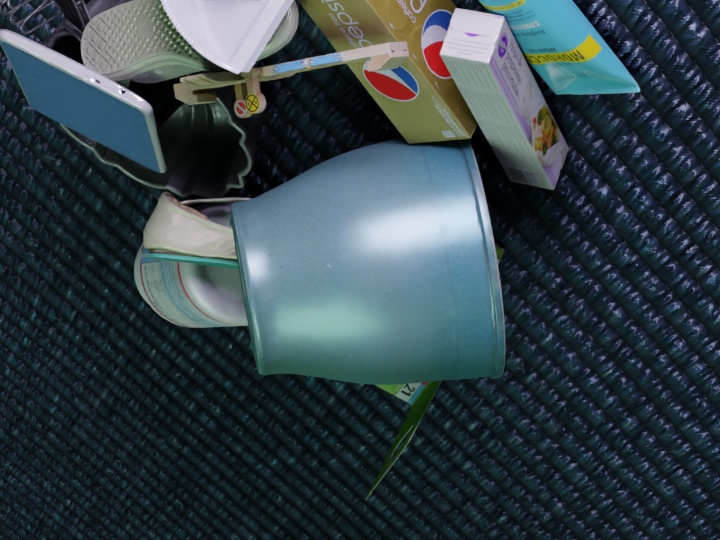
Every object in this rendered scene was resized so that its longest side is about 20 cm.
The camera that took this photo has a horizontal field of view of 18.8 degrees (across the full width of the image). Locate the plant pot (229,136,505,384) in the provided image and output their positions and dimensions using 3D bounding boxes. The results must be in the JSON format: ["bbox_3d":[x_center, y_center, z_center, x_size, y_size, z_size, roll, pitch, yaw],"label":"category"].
[{"bbox_3d":[0.000,0.000,1.672,0.186,0.201,0.201,-10,148,-4],"label":"plant pot"}]

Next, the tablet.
[{"bbox_3d":[-0.212,-0.130,1.696,0.129,0.014,0.200,27,170,4],"label":"tablet"}]

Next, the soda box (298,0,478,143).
[{"bbox_3d":[0.019,-0.183,1.570,0.064,0.068,0.200,-2,140,43],"label":"soda box"}]

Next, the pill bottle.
[{"bbox_3d":[-0.134,-0.004,1.927,0.109,0.109,0.200,37,166,-17],"label":"pill bottle"}]

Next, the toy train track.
[{"bbox_3d":[-0.051,-0.133,1.557,0.199,0.114,0.033,-7,93,37],"label":"toy train track"}]

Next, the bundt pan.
[{"bbox_3d":[-0.162,-0.151,1.768,0.201,0.076,0.202,22,151,12],"label":"bundt pan"}]

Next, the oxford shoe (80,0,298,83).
[{"bbox_3d":[-0.119,-0.176,1.595,0.199,0.076,0.058,-8,170,39],"label":"oxford shoe"}]

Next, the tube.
[{"bbox_3d":[0.116,-0.186,1.514,0.077,0.051,0.200,9,153,46],"label":"tube"}]

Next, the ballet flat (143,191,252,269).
[{"bbox_3d":[-0.079,-0.024,1.786,0.198,0.070,0.070,12,151,-1],"label":"ballet flat"}]

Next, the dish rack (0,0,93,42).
[{"bbox_3d":[-0.280,-0.251,1.666,0.200,0.054,0.154,41,162,37],"label":"dish rack"}]

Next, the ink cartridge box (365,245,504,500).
[{"bbox_3d":[0.033,0.071,1.832,0.075,0.201,0.148,28,151,-2],"label":"ink cartridge box"}]

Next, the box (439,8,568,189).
[{"bbox_3d":[0.107,-0.121,1.583,0.041,0.039,0.200,11,160,25],"label":"box"}]

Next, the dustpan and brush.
[{"bbox_3d":[-0.115,-0.242,1.530,0.057,0.140,0.200,24,-168,-44],"label":"dustpan and brush"}]
